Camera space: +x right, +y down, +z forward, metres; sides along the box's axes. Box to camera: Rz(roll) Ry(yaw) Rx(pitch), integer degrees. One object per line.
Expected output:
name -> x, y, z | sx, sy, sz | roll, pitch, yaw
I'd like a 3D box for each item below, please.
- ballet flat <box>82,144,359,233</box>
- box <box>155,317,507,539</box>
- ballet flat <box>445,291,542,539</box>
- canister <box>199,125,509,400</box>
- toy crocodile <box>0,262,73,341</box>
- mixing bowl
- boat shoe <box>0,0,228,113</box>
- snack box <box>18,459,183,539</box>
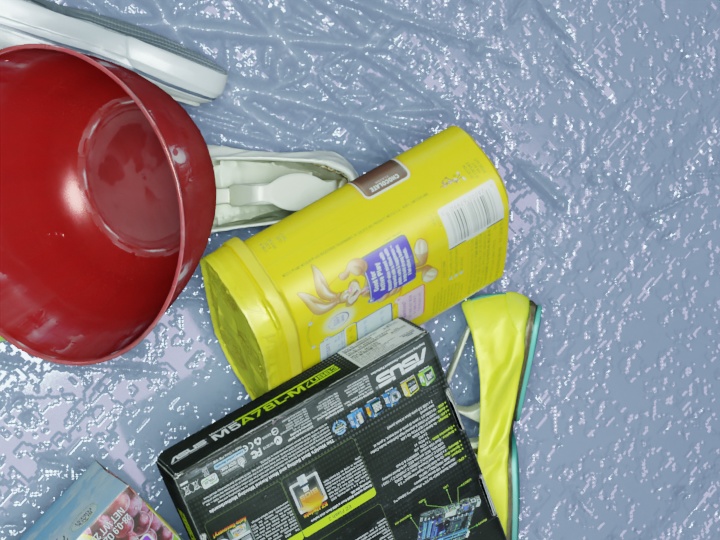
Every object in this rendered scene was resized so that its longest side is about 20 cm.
ballet flat -> -0.092, -0.055, 1.200 | 0.198, 0.069, 0.070 | -5, 93, -14
box -> -0.012, 0.162, 1.161 | 0.199, 0.047, 0.194 | -29, 115, -17
ballet flat -> 0.089, 0.113, 1.254 | 0.066, 0.067, 0.202 | 5, 101, 3
canister -> 0.000, 0.000, 1.187 | 0.199, 0.149, 0.087 | -29, 63, -15
toy crocodile -> -0.288, 0.014, 1.153 | 0.198, 0.062, 0.068 | 2, 92, -15
mixing bowl -> -0.166, -0.051, 1.111 | 0.199, 0.108, 0.202 | 8, 107, 28
boat shoe -> -0.191, -0.140, 1.177 | 0.198, 0.074, 0.067 | 19, 102, -5
snack box -> -0.163, 0.257, 1.161 | 0.169, 0.068, 0.200 | -47, 121, -13
